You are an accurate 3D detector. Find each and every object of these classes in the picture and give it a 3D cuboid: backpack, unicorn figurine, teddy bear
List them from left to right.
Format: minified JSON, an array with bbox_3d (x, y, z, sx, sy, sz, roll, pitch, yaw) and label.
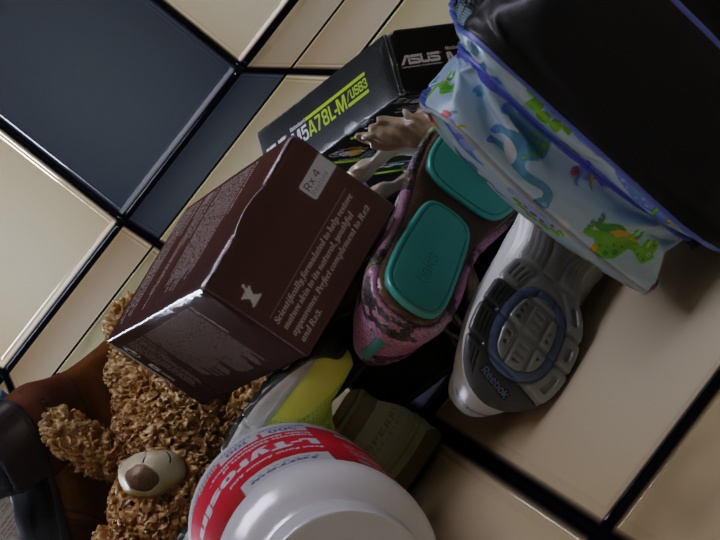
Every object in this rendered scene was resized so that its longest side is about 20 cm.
[{"bbox_3d":[-0.113,0.083,1.652,0.067,0.144,0.200,96,-165,-50],"label":"teddy bear"},{"bbox_3d":[0.053,-0.046,1.691,0.137,0.074,0.200,-29,-14,-12],"label":"unicorn figurine"},{"bbox_3d":[0.119,-0.093,1.382,0.147,0.183,0.200,-49,8,11],"label":"backpack"}]

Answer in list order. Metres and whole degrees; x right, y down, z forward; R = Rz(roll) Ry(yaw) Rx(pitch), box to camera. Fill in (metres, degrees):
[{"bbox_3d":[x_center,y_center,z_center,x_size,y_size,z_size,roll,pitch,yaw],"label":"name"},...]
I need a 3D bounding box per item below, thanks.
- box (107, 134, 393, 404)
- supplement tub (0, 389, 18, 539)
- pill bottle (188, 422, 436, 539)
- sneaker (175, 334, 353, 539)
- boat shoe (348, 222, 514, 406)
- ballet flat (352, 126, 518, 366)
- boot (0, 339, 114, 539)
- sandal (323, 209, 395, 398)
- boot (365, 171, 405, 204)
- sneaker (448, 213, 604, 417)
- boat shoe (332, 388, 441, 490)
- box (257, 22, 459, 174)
[{"bbox_3d":[-0.063,0.003,1.526,0.100,0.075,0.200,-60,10,-18],"label":"box"},{"bbox_3d":[-0.225,0.183,1.874,0.145,0.200,0.145,-49,11,13],"label":"supplement tub"},{"bbox_3d":[-0.022,0.143,1.384,0.112,0.112,0.200,-52,11,-2],"label":"pill bottle"},{"bbox_3d":[-0.038,0.126,1.529,0.200,0.090,0.078,-65,-8,26],"label":"sneaker"},{"bbox_3d":[0.060,0.005,1.604,0.200,0.074,0.073,-50,10,14],"label":"boat shoe"},{"bbox_3d":[0.040,-0.023,1.510,0.071,0.069,0.200,-42,13,46],"label":"ballet flat"},{"bbox_3d":[-0.141,0.132,1.738,0.068,0.189,0.200,-25,7,47],"label":"boot"},{"bbox_3d":[0.000,-0.001,1.591,0.201,0.048,0.075,-53,26,0],"label":"sandal"},{"bbox_3d":[0.026,0.016,1.803,0.200,0.074,0.097,-101,25,-64],"label":"boot"},{"bbox_3d":[0.099,-0.006,1.492,0.200,0.074,0.087,-56,6,-23],"label":"sneaker"},{"bbox_3d":[-0.019,0.107,1.627,0.073,0.063,0.201,-55,11,-18],"label":"boat shoe"},{"bbox_3d":[0.063,-0.109,1.736,0.199,0.048,0.193,-10,-9,-27],"label":"box"}]
